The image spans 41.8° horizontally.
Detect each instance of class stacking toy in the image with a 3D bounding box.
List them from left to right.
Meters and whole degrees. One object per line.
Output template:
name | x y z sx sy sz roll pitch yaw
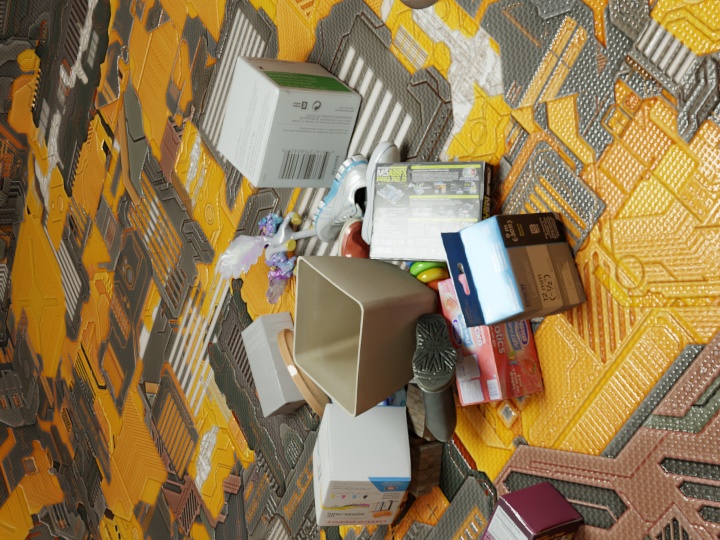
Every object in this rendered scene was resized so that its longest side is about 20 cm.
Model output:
stacking toy | 0.114 0.000 1.592 0.085 0.084 0.203 -38 61 49

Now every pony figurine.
pony figurine | -0.176 -0.040 1.966 0.199 0.166 0.195 8 69 56

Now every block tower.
block tower | 0.112 0.292 1.667 0.058 0.053 0.203 22 111 50

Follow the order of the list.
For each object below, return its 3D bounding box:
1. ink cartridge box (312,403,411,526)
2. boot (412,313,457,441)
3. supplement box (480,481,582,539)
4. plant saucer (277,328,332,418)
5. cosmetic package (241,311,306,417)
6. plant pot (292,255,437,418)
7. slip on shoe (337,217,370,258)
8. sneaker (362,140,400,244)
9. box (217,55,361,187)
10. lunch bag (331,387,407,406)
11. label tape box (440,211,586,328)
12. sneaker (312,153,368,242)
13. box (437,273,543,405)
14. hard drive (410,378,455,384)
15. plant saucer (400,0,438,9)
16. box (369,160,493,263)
ink cartridge box | -0.001 0.350 1.682 0.201 0.145 0.146 104 165 -53
boot | 0.119 0.193 1.486 0.183 0.071 0.202 -79 -10 -55
supplement box | 0.245 0.438 1.453 0.086 0.109 0.202 44 127 42
plant saucer | -0.098 0.202 1.861 0.032 0.200 0.202 -30 62 6
cosmetic package | -0.180 0.203 2.034 0.107 0.089 0.203 -35 69 50
plant pot | 0.015 0.089 1.548 0.199 0.175 0.203 35 128 48
slip on shoe | 0.000 0.000 1.769 0.061 0.073 0.203 18 114 51
sneaker | 0.053 -0.131 1.692 0.070 0.072 0.203 29 127 38
box | -0.139 -0.284 1.816 0.171 0.197 0.202 42 125 43
lunch bag | 0.004 0.207 1.784 0.161 0.082 0.202 -41 63 45
label tape box | 0.221 -0.004 1.355 0.066 0.198 0.145 -30 71 49
sneaker | -0.026 -0.118 1.793 0.087 0.074 0.201 52 134 28
box | 0.203 0.103 1.482 0.102 0.094 0.203 -21 77 53
hard drive | 0.078 0.129 1.656 0.198 0.026 0.134 -2 84 37
plant saucer | 0.096 -0.550 1.602 0.199 0.032 0.204 9 100 54
box | 0.114 -0.095 1.536 0.197 0.044 0.163 2 86 28
